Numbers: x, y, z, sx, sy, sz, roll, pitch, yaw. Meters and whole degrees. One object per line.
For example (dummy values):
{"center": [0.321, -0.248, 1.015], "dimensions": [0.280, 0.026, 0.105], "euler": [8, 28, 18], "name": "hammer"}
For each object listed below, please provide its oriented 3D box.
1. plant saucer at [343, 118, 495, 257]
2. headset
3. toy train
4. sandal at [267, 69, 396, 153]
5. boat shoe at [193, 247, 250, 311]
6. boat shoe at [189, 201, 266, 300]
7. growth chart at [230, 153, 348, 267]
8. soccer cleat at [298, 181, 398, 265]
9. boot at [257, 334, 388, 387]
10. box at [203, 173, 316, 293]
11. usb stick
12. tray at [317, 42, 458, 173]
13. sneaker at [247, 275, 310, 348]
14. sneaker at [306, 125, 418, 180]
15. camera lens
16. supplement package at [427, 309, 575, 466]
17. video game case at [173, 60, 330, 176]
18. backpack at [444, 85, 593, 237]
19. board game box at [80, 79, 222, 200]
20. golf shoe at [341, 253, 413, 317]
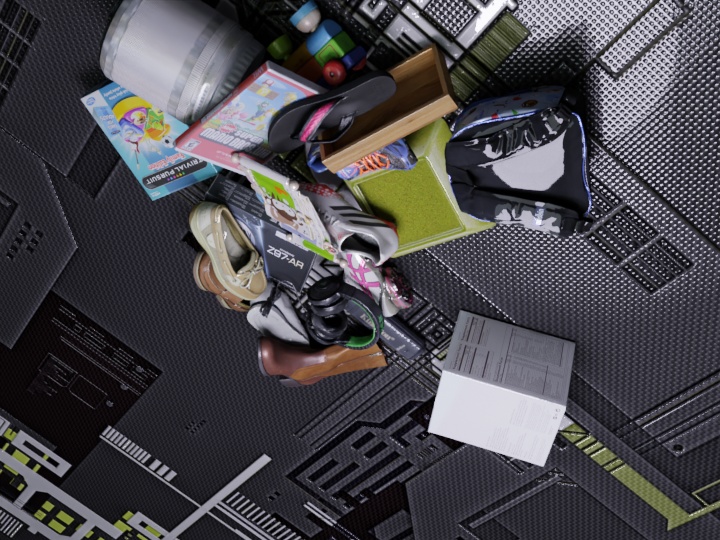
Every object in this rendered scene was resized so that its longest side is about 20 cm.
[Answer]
{"center": [0.078, -0.109, 1.372], "dimensions": [0.198, 0.048, 0.201], "euler": [-17, 120, 30], "name": "plant saucer"}
{"center": [-0.061, 0.072, 1.470], "dimensions": [0.198, 0.094, 0.125], "euler": [20, 136, 15], "name": "headset"}
{"center": [-0.093, -0.283, 1.285], "dimensions": [0.199, 0.085, 0.116], "euler": [-34, 98, 38], "name": "toy train"}
{"center": [-0.041, -0.205, 1.213], "dimensions": [0.198, 0.046, 0.075], "euler": [-24, 154, 19], "name": "sandal"}
{"center": [-0.220, 0.016, 1.531], "dimensions": [0.067, 0.073, 0.200], "euler": [14, 166, 17], "name": "boat shoe"}
{"center": [-0.198, -0.027, 1.440], "dimensions": [0.062, 0.073, 0.202], "euler": [6, 136, 37], "name": "boat shoe"}
{"center": [-0.104, -0.088, 1.309], "dimensions": [0.144, 0.018, 0.201], "euler": [22, 155, 38], "name": "growth chart"}
{"center": [-0.036, -0.071, 1.357], "dimensions": [0.198, 0.085, 0.069], "euler": [26, 127, 4], "name": "soccer cleat"}
{"center": [-0.065, 0.147, 1.556], "dimensions": [0.197, 0.069, 0.189], "euler": [-12, 146, 15], "name": "boot"}
{"center": [-0.164, -0.057, 1.479], "dimensions": [0.198, 0.044, 0.161], "euler": [27, 148, -1], "name": "box"}
{"center": [0.027, 0.082, 1.551], "dimensions": [0.199, 0.033, 0.055], "euler": [39, 129, -12], "name": "usb stick"}
{"center": [0.032, -0.221, 1.240], "dimensions": [0.198, 0.100, 0.037], "euler": [-26, 143, 22], "name": "tray"}
{"center": [-0.137, 0.087, 1.597], "dimensions": [0.075, 0.081, 0.201], "euler": [-11, 143, 11], "name": "sneaker"}
{"center": [0.001, -0.162, 1.298], "dimensions": [0.198, 0.079, 0.075], "euler": [11, 151, 44], "name": "sneaker"}
{"center": [-0.253, -0.303, 1.270], "dimensions": [0.198, 0.161, 0.161], "euler": [30, 131, -5], "name": "camera lens"}
{"center": [0.231, 0.191, 1.481], "dimensions": [0.197, 0.151, 0.153], "euler": [15, 131, 8], "name": "supplement package"}
{"center": [-0.141, -0.202, 1.239], "dimensions": [0.199, 0.018, 0.142], "euler": [-32, 150, 32], "name": "video game case"}
{"center": [0.212, -0.156, 1.218], "dimensions": [0.188, 0.155, 0.202], "euler": [-5, 119, 14], "name": "backpack"}
{"center": [-0.326, -0.224, 1.435], "dimensions": [0.149, 0.047, 0.201], "euler": [-16, 119, 30], "name": "board game box"}
{"center": [0.000, 0.000, 1.463], "dimensions": [0.091, 0.073, 0.201], "euler": [-26, 114, 22], "name": "golf shoe"}
